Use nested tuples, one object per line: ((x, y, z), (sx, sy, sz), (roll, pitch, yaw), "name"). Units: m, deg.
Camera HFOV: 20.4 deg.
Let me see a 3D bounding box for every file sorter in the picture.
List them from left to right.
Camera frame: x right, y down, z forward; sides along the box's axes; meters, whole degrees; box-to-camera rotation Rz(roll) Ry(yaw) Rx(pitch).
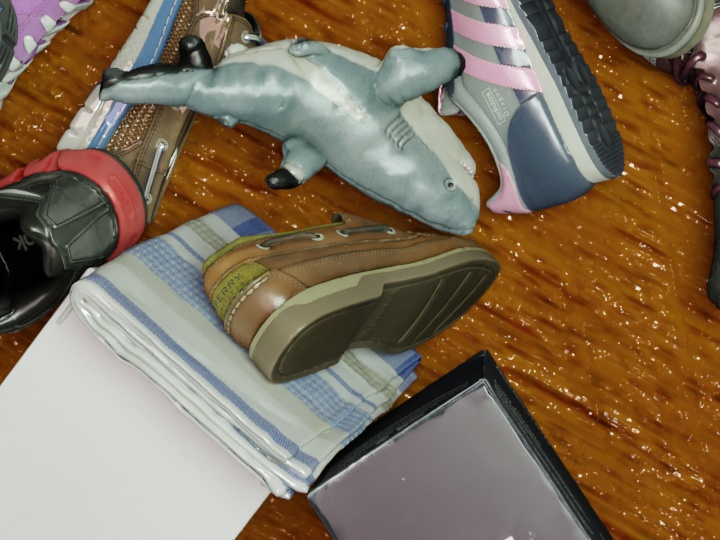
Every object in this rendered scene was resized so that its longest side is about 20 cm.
((-0.135, 0.116, 1.047), (0.139, 0.125, 0.200), (38, 95, 1), "file sorter")

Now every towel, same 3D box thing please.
((-0.051, 0.034, 0.999), (0.147, 0.200, 0.024), (41, 112, 6), "towel")

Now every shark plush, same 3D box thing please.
((-0.027, -0.077, 1.002), (0.199, 0.091, 0.084), (16, 67, -30), "shark plush")

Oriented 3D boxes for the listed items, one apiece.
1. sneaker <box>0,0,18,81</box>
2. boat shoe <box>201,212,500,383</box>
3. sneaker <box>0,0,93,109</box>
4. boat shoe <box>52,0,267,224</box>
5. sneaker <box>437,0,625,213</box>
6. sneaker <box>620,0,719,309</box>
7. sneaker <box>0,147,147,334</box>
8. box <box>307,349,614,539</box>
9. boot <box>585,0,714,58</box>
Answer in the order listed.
((-0.244, -0.066, 1.009), (0.074, 0.087, 0.200), (34, 91, -32), "sneaker")
((0.000, 0.000, 1.009), (0.068, 0.200, 0.072), (47, 116, 20), "boat shoe")
((-0.190, -0.117, 1.074), (0.199, 0.073, 0.115), (-16, 95, 15), "sneaker")
((-0.085, -0.115, 1.067), (0.072, 0.072, 0.200), (34, 104, -2), "boat shoe")
((0.062, -0.124, 1.053), (0.082, 0.070, 0.201), (-28, 80, 27), "sneaker")
((0.183, -0.084, 1.047), (0.115, 0.076, 0.201), (17, 83, 9), "sneaker")
((-0.209, 0.001, 1.041), (0.200, 0.098, 0.071), (-22, 105, 27), "sneaker")
((0.075, 0.155, 1.004), (0.104, 0.182, 0.201), (-34, 89, 5), "box")
((0.067, -0.183, 0.971), (0.073, 0.199, 0.182), (-47, 62, 29), "boot")
